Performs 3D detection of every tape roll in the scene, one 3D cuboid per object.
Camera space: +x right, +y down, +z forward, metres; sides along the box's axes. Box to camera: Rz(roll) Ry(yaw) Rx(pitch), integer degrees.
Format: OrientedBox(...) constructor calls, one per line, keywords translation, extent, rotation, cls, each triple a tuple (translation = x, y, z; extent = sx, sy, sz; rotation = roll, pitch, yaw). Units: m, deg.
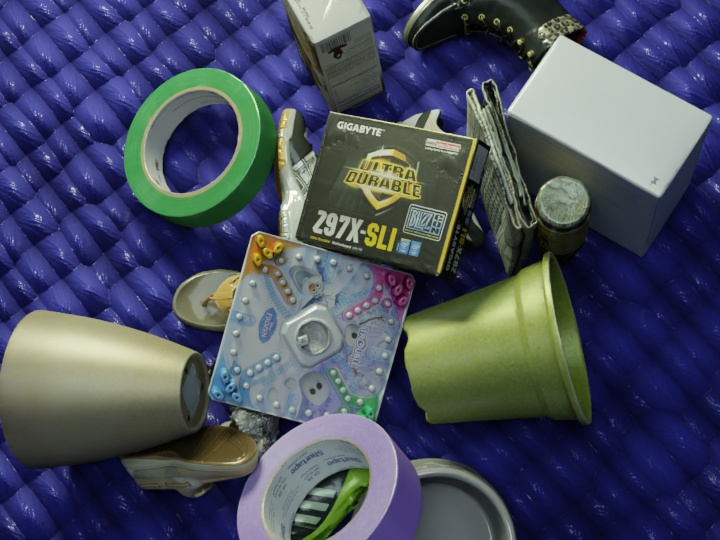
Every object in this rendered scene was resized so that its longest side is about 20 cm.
OrientedBox(translation=(-0.205, -0.156, 1.636), extent=(0.200, 0.048, 0.201), rotation=(-7, 72, 22), cls="tape roll")
OrientedBox(translation=(-0.035, 0.258, 1.411), extent=(0.200, 0.066, 0.201), rotation=(-20, 44, 20), cls="tape roll")

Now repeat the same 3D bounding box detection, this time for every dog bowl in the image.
OrientedBox(translation=(0.086, 0.312, 1.450), extent=(0.199, 0.059, 0.201), rotation=(1, 81, -4), cls="dog bowl")

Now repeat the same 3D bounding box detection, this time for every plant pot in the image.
OrientedBox(translation=(0.153, 0.095, 1.477), extent=(0.184, 0.200, 0.201), rotation=(-13, 71, 15), cls="plant pot")
OrientedBox(translation=(-0.284, 0.141, 1.493), extent=(0.199, 0.187, 0.188), rotation=(0, 73, 15), cls="plant pot")

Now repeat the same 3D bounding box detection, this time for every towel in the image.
OrientedBox(translation=(0.160, -0.104, 1.519), extent=(0.034, 0.200, 0.193), rotation=(-13, 72, -3), cls="towel")

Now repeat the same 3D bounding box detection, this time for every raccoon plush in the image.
OrientedBox(translation=(-0.090, 0.141, 1.520), extent=(0.200, 0.097, 0.134), rotation=(-32, 77, 13), cls="raccoon plush")

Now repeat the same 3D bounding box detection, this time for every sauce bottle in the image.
OrientedBox(translation=(0.233, -0.049, 1.493), extent=(0.064, 0.200, 0.065), rotation=(-2, 73, 7), cls="sauce bottle")

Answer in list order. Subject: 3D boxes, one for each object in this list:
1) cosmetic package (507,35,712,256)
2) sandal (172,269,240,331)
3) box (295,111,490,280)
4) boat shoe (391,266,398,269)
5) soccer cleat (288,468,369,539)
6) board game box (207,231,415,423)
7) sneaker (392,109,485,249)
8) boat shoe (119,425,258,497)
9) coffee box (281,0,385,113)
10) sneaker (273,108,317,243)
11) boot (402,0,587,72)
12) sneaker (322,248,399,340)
OrientedBox(translation=(0.287, -0.144, 1.516), extent=(0.199, 0.200, 0.123), rotation=(32, 79, 15), cls="cosmetic package")
OrientedBox(translation=(-0.136, 0.039, 1.589), extent=(0.199, 0.054, 0.081), rotation=(9, 75, 9), cls="sandal")
OrientedBox(translation=(0.035, -0.087, 1.472), extent=(0.199, 0.049, 0.160), rotation=(15, 90, 30), cls="box")
OrientedBox(translation=(0.028, -0.099, 1.602), extent=(0.070, 0.070, 0.200), rotation=(-24, 71, 4), cls="boat shoe")
OrientedBox(translation=(-0.066, 0.285, 1.504), extent=(0.200, 0.068, 0.081), rotation=(-42, 63, -13), cls="soccer cleat")
OrientedBox(translation=(-0.054, 0.077, 1.478), extent=(0.199, 0.026, 0.201), rotation=(16, 91, -10), cls="board game box")
OrientedBox(translation=(0.108, -0.118, 1.598), extent=(0.080, 0.074, 0.200), rotation=(-28, 72, -4), cls="sneaker")
OrientedBox(translation=(-0.194, 0.228, 1.501), extent=(0.199, 0.065, 0.072), rotation=(-5, 26, 33), cls="boat shoe")
OrientedBox(translation=(-0.036, -0.295, 1.604), extent=(0.080, 0.200, 0.115), rotation=(-27, 72, -3), cls="coffee box")
OrientedBox(translation=(-0.063, -0.108, 1.627), extent=(0.087, 0.076, 0.201), rotation=(-3, 77, -8), cls="sneaker")
OrientedBox(translation=(0.172, -0.310, 1.645), extent=(0.203, 0.074, 0.154), rotation=(-32, 67, -7), cls="boot")
OrientedBox(translation=(0.000, 0.000, 1.541), extent=(0.075, 0.087, 0.200), rotation=(-28, 89, -8), cls="sneaker")
